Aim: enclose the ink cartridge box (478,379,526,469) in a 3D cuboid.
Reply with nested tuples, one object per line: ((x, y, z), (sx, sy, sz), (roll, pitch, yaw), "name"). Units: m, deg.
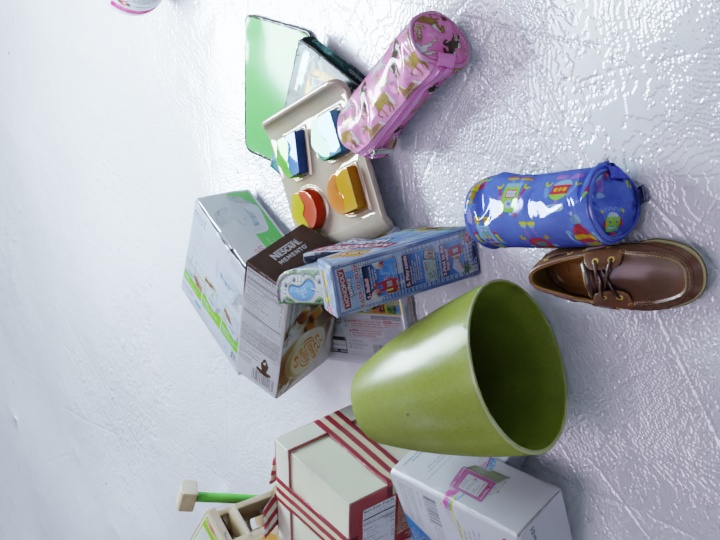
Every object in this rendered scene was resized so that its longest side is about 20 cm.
((0.134, 0.192, 1.453), (0.162, 0.050, 0.200), (54, 157, 25), "ink cartridge box")

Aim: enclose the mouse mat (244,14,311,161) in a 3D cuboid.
((-0.115, -0.243, 1.640), (0.161, 0.007, 0.201), (27, 122, 45), "mouse mat")

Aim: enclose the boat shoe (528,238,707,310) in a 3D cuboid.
((0.253, 0.009, 1.190), (0.200, 0.067, 0.072), (2, 104, 53), "boat shoe")

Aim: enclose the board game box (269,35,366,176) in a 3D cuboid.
((-0.052, -0.185, 1.552), (0.135, 0.028, 0.201), (44, 133, 31), "board game box")

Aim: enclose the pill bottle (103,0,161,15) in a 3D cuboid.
((-0.305, -0.466, 1.722), (0.200, 0.113, 0.114), (-32, 77, 53), "pill bottle")

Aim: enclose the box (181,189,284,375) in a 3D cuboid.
((-0.170, 0.014, 1.712), (0.200, 0.096, 0.177), (50, 139, 37), "box")

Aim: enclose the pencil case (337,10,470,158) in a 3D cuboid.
((0.047, -0.211, 1.373), (0.087, 0.083, 0.200), (51, 139, 8), "pencil case")

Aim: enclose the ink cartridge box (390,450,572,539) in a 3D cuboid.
((0.146, 0.294, 1.380), (0.199, 0.085, 0.145), (21, 139, 44), "ink cartridge box")

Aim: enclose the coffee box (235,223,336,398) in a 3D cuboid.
((-0.093, 0.054, 1.559), (0.080, 0.114, 0.201), (33, 136, 23), "coffee box")

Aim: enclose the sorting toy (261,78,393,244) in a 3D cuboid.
((-0.051, -0.123, 1.523), (0.185, 0.036, 0.201), (-21, 88, 51), "sorting toy")

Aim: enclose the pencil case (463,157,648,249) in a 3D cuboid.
((0.196, -0.067, 1.229), (0.200, 0.078, 0.087), (-2, 76, 54), "pencil case")

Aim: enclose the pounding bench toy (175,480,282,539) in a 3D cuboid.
((-0.174, 0.390, 1.820), (0.200, 0.155, 0.124), (56, 141, 24), "pounding bench toy")

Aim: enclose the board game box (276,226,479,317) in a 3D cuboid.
((0.000, 0.000, 1.387), (0.199, 0.199, 0.062), (-1, 103, 43), "board game box")

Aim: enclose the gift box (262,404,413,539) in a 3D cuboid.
((-0.014, 0.300, 1.548), (0.186, 0.184, 0.201), (34, 129, 43), "gift box")

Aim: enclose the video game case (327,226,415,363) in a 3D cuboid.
((-0.001, 0.034, 1.576), (0.200, 0.023, 0.183), (1, 103, 54), "video game case")

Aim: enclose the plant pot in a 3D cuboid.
((0.093, 0.127, 1.302), (0.199, 0.187, 0.188), (-20, 86, 36), "plant pot")
